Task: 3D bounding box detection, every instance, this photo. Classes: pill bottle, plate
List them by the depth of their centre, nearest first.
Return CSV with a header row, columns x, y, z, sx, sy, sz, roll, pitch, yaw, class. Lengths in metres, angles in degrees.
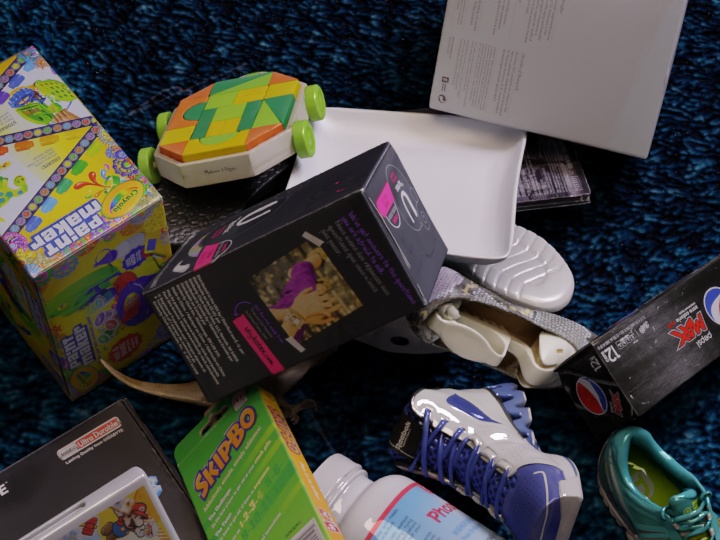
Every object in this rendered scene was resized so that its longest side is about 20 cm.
x,y,z,sx,sy,sz,roll,pitch,yaw,class
0.043,0.225,1.215,0.199,0.109,0.109,31,63,17,pill bottle
0.038,-0.069,1.378,0.198,0.032,0.201,4,40,8,plate

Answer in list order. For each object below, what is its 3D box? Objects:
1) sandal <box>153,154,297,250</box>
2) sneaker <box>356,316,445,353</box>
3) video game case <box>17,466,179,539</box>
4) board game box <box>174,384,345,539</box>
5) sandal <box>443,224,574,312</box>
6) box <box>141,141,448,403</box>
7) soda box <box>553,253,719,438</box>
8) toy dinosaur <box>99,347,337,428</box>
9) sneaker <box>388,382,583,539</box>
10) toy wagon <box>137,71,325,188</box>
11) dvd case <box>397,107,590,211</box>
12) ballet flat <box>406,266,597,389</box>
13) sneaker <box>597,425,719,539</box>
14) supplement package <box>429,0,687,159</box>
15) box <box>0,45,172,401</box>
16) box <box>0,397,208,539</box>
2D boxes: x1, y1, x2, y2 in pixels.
x,y,z,sx,sy,sz,roll,pitch,yaw,class
-0.122,-0.065,1.438,0.075,0.048,0.200,39,53,23,sandal
0.000,0.000,1.376,0.198,0.073,0.113,9,58,6,sneaker
-0.194,0.269,1.154,0.181,0.201,0.023,-31,25,-18,video game case
-0.077,0.176,1.212,0.096,0.030,0.200,-45,46,14,board game box
0.102,-0.010,1.399,0.202,0.050,0.082,31,51,33,sandal
-0.048,0.000,1.245,0.199,0.107,0.122,-24,15,19,box
0.253,0.055,1.310,0.199,0.063,0.071,-30,84,-33,soda box
-0.110,0.106,1.333,0.198,0.058,0.101,-8,43,-13,toy dinosaur
0.085,0.148,1.232,0.114,0.081,0.200,7,22,-18,sneaker
-0.110,-0.135,1.430,0.154,0.040,0.200,-9,31,13,toy wagon
0.094,-0.100,1.450,0.198,0.016,0.149,-6,43,-4,dvd case
0.120,0.061,1.304,0.199,0.072,0.072,24,56,-19,ballet flat
0.251,0.206,1.243,0.077,0.080,0.200,-30,64,-18,sneaker
0.183,-0.215,1.434,0.199,0.153,0.151,14,28,9,supplement package
-0.254,-0.035,1.323,0.122,0.200,0.193,-33,64,-19,box
-0.216,0.229,1.250,0.199,0.050,0.199,-30,64,-17,box
